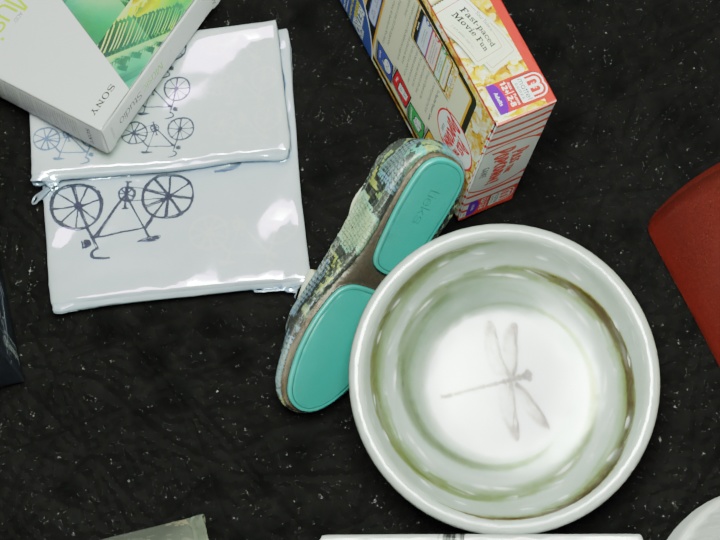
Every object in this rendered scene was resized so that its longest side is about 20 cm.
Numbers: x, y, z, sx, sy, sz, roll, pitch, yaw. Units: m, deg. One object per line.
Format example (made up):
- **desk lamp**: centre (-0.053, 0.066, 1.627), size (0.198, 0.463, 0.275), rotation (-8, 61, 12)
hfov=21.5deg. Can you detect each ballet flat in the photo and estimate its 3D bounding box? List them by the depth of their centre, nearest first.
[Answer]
- **ballet flat**: centre (0.000, 0.000, 1.253), size (0.074, 0.074, 0.200), rotation (35, 95, 12)

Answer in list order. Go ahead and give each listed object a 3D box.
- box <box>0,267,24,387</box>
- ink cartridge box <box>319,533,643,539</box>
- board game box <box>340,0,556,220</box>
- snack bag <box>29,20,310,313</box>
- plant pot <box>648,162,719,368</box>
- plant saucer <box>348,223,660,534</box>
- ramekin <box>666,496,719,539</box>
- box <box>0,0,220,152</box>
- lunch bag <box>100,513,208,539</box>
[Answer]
- **box**: centre (-0.297, -0.024, 1.205), size (0.104, 0.200, 0.182), rotation (-14, 73, -3)
- **ink cartridge box**: centre (0.073, 0.238, 1.166), size (0.200, 0.084, 0.145), rotation (-1, 73, 2)
- **board game box**: centre (0.050, -0.153, 1.254), size (0.046, 0.152, 0.200), rotation (-22, 73, -15)
- **snack bag**: centre (-0.135, -0.070, 1.305), size (0.188, 0.021, 0.200), rotation (-6, 72, 0)
- **plant pot**: centre (0.319, -0.013, 1.188), size (0.200, 0.176, 0.200), rotation (-24, 73, -5)
- **plant saucer**: centre (0.091, 0.072, 1.228), size (0.200, 0.050, 0.200), rotation (1, 79, -4)
- **ramekin**: centre (0.274, 0.220, 1.115), size (0.200, 0.105, 0.200), rotation (7, 73, -22)
- **box**: centre (-0.219, -0.185, 1.324), size (0.200, 0.036, 0.144), rotation (27, 70, 14)
- **lunch bag**: centre (-0.144, 0.269, 1.145), size (0.164, 0.118, 0.200), rotation (-14, 99, -5)
